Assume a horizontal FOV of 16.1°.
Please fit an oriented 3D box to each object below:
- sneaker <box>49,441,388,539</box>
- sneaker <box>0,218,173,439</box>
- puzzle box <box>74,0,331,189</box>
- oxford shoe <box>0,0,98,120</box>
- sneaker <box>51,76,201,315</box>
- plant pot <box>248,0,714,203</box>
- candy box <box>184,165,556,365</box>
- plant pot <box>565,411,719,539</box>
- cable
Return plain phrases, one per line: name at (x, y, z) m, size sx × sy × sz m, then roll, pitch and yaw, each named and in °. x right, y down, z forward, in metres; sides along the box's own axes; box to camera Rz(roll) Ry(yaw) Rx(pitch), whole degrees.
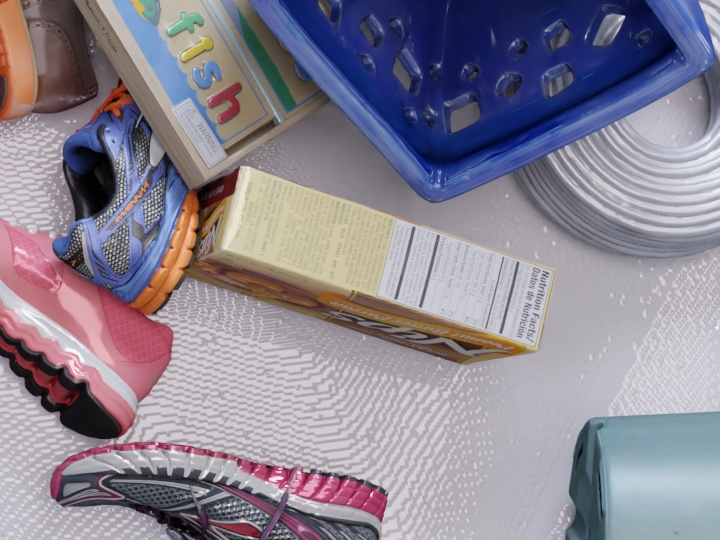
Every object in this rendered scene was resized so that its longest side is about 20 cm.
sneaker at (-0.082, 0.143, 1.477) m, size 0.199 × 0.081 × 0.075 m, roll 12°, pitch 82°, yaw -11°
sneaker at (-0.192, 0.006, 1.487) m, size 0.200 × 0.074 × 0.087 m, roll 45°, pitch 59°, yaw -5°
puzzle box at (-0.096, -0.164, 1.460) m, size 0.133 × 0.025 × 0.201 m, roll -36°, pitch 98°, yaw -31°
oxford shoe at (-0.201, -0.190, 1.511) m, size 0.073 × 0.071 × 0.201 m, roll -8°, pitch 89°, yaw -32°
sneaker at (-0.131, -0.077, 1.476) m, size 0.078 × 0.075 × 0.201 m, roll 19°, pitch 58°, yaw -26°
plant pot at (0.066, -0.191, 1.461) m, size 0.199 × 0.180 × 0.200 m, roll -27°, pitch 127°, yaw 22°
candy box at (0.000, 0.000, 1.485) m, size 0.199 × 0.115 × 0.056 m, roll 17°, pitch 79°, yaw -17°
plant pot at (0.226, 0.165, 1.494) m, size 0.195 × 0.200 × 0.202 m, roll 2°, pitch 82°, yaw -5°
cable at (0.187, -0.108, 1.577) m, size 0.199 × 0.069 × 0.201 m, roll 30°, pitch 77°, yaw -7°
